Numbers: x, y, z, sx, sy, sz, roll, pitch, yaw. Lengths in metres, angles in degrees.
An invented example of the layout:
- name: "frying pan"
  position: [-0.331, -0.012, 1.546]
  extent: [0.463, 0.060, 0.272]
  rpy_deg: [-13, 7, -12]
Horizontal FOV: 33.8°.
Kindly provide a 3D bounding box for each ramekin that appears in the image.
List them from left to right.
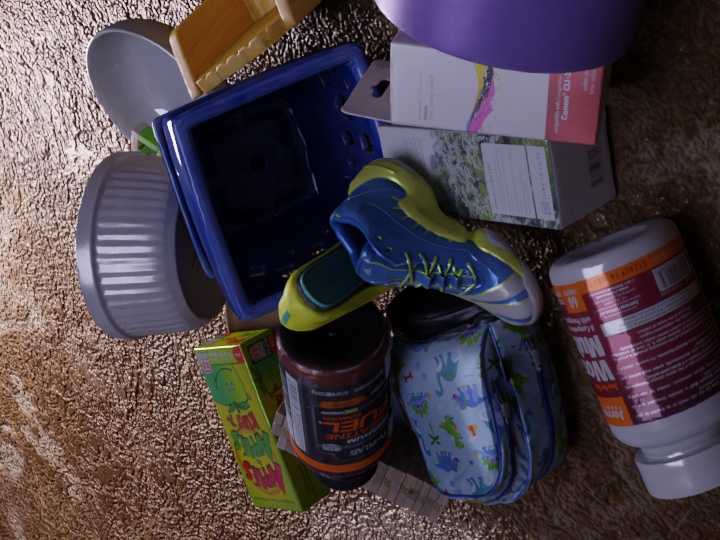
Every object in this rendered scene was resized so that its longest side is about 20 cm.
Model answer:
- name: "ramekin"
  position: [-0.210, -0.026, 1.268]
  extent: [0.103, 0.200, 0.203]
  rpy_deg: [0, 114, 18]

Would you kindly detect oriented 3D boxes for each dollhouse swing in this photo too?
- name: "dollhouse swing"
  position: [-0.121, -0.306, 1.118]
  extent: [0.176, 0.182, 0.199]
  rpy_deg: [50, 146, -16]

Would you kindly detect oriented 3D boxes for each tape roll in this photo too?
- name: "tape roll"
  position: [0.110, -0.227, 0.849]
  extent: [0.199, 0.199, 0.086]
  rpy_deg: [36, 135, 31]

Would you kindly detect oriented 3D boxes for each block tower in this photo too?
- name: "block tower"
  position: [0.006, 0.191, 1.254]
  extent: [0.198, 0.058, 0.054]
  rpy_deg: [26, 133, 8]

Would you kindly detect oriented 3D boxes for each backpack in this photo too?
- name: "backpack"
  position: [0.112, 0.115, 1.106]
  extent: [0.162, 0.154, 0.202]
  rpy_deg: [-8, 117, 44]

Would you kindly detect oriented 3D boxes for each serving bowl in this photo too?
- name: "serving bowl"
  position: [-0.212, -0.203, 1.332]
  extent: [0.198, 0.066, 0.201]
  rpy_deg: [27, 147, 19]

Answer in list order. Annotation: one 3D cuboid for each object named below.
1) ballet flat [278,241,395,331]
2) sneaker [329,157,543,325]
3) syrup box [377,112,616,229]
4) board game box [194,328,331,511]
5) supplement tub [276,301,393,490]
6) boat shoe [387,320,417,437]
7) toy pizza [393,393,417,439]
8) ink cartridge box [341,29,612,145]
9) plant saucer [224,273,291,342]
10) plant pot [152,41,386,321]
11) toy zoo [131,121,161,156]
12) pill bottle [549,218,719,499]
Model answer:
- name: "ballet flat"
  position: [0.000, 0.000, 1.056]
  extent: [0.067, 0.199, 0.067]
  rpy_deg: [50, 137, 12]
- name: "sneaker"
  position: [0.055, -0.003, 0.999]
  extent: [0.199, 0.105, 0.076]
  rpy_deg: [40, 149, 17]
- name: "syrup box"
  position: [0.113, -0.094, 1.017]
  extent: [0.198, 0.081, 0.080]
  rpy_deg: [11, 121, 48]
- name: "board game box"
  position: [-0.112, 0.171, 1.350]
  extent: [0.101, 0.047, 0.203]
  rpy_deg: [-8, 104, 51]
- name: "supplement tub"
  position: [-0.020, 0.122, 1.129]
  extent: [0.106, 0.106, 0.202]
  rpy_deg: [34, 147, 33]
- name: "boat shoe"
  position: [0.076, 0.139, 1.204]
  extent: [0.063, 0.072, 0.202]
  rpy_deg: [-33, 80, 56]
- name: "toy pizza"
  position: [-0.002, 0.127, 1.318]
  extent: [0.199, 0.032, 0.203]
  rpy_deg: [27, 130, 37]
- name: "ink cartridge box"
  position: [0.091, -0.160, 0.912]
  extent: [0.197, 0.117, 0.068]
  rpy_deg: [7, 122, 13]
- name: "plant saucer"
  position: [-0.076, 0.081, 1.322]
  extent: [0.199, 0.035, 0.203]
  rpy_deg: [28, 130, 38]
- name: "plant pot"
  position: [-0.083, -0.093, 1.143]
  extent: [0.179, 0.198, 0.203]
  rpy_deg: [23, 135, 66]
- name: "toy zoo"
  position: [-0.183, -0.076, 1.377]
  extent: [0.198, 0.021, 0.132]
  rpy_deg: [33, 145, 10]
- name: "pill bottle"
  position: [0.234, 0.070, 0.943]
  extent: [0.109, 0.109, 0.203]
  rpy_deg: [-18, 96, 52]
